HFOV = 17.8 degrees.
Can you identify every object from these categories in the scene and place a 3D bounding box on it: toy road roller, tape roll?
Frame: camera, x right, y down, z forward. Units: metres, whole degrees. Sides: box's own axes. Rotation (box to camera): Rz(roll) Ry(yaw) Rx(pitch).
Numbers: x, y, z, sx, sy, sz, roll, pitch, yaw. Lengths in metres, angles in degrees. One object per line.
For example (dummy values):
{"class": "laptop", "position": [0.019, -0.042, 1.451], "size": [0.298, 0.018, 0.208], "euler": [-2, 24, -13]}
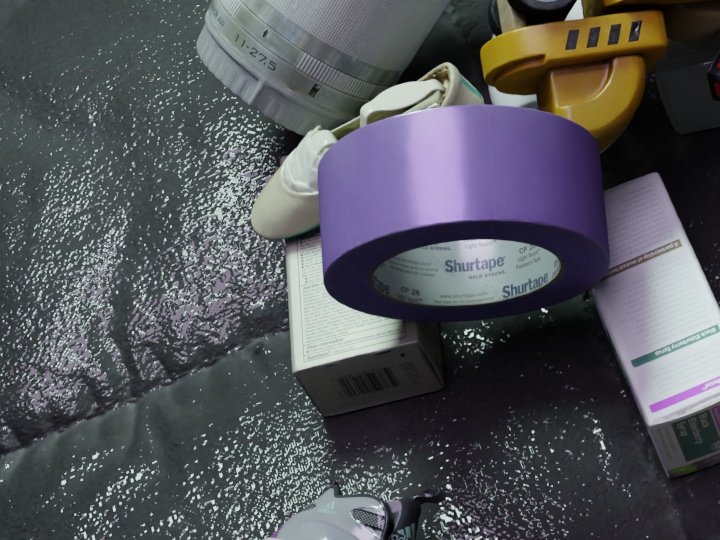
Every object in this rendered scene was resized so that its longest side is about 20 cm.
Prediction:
{"class": "toy road roller", "position": [0.184, -0.159, 1.630], "size": [0.198, 0.123, 0.147], "euler": [-7, 82, -5]}
{"class": "tape roll", "position": [0.070, -0.036, 1.587], "size": [0.199, 0.200, 0.086], "euler": [-9, 69, 17]}

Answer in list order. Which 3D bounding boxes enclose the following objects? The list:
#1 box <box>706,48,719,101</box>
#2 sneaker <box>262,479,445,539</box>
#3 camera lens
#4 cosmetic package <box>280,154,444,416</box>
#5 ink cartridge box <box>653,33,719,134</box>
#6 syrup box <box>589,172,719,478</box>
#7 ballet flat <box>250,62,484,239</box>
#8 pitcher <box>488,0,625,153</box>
{"class": "box", "position": [0.342, -0.196, 1.655], "size": [0.110, 0.035, 0.201], "euler": [20, 66, 28]}
{"class": "sneaker", "position": [0.020, 0.212, 1.590], "size": [0.140, 0.078, 0.200], "euler": [-46, 53, -11]}
{"class": "camera lens", "position": [-0.017, -0.221, 1.779], "size": [0.201, 0.159, 0.160], "euler": [-57, 49, 19]}
{"class": "cosmetic package", "position": [0.000, 0.000, 1.744], "size": [0.103, 0.073, 0.201], "euler": [-13, 54, 14]}
{"class": "ink cartridge box", "position": [0.298, -0.219, 1.760], "size": [0.145, 0.086, 0.201], "euler": [-9, 54, 16]}
{"class": "syrup box", "position": [0.214, 0.037, 1.626], "size": [0.081, 0.079, 0.201], "euler": [-22, 52, 6]}
{"class": "ballet flat", "position": [-0.002, -0.094, 1.721], "size": [0.199, 0.070, 0.070], "euler": [-29, 52, 1]}
{"class": "pitcher", "position": [0.144, -0.198, 1.761], "size": [0.121, 0.171, 0.201], "euler": [-30, 41, 45]}
